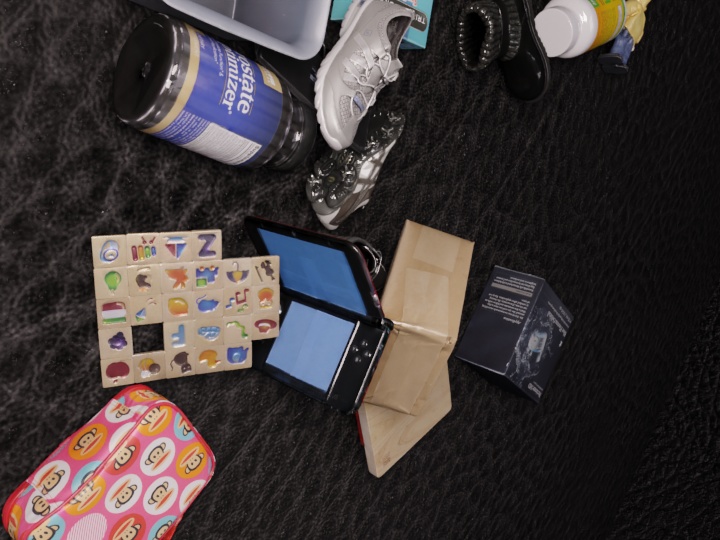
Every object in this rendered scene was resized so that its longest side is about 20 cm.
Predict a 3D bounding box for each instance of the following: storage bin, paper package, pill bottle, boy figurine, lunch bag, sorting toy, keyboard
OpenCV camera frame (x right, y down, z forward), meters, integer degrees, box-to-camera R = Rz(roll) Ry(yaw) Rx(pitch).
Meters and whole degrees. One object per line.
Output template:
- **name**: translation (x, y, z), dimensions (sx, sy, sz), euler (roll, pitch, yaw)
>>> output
- **storage bin**: translation (-0.142, -0.297, 0.617), dimensions (0.199, 0.134, 0.146), euler (4, 99, -50)
- **paper package**: translation (0.071, 0.066, 0.883), dimensions (0.201, 0.103, 0.191), euler (-71, 178, -45)
- **pill bottle**: translation (-0.143, -0.172, 0.674), dimensions (0.200, 0.112, 0.112), euler (15, 91, -50)
- **boy figurine**: translation (0.583, -0.540, 1.411), dimensions (0.124, 0.064, 0.201), euler (24, 83, -49)
- **lunch bag**: translation (-0.256, 0.245, 0.703), dimensions (0.200, 0.082, 0.177), euler (-47, 133, -29)
- **pill bottle**: translation (0.401, -0.458, 1.194), dimensions (0.200, 0.111, 0.112), euler (-32, 124, -38)
- **sorting toy**: translation (0.055, 0.188, 1.045), dimensions (0.200, 0.069, 0.200), euler (-32, 124, -38)
- **keyboard**: translation (-0.052, -0.243, 0.790), dimensions (0.200, 0.021, 0.128), euler (36, 53, -43)

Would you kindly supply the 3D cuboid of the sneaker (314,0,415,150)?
- **sneaker**: translation (0.006, -0.234, 0.750), dimensions (0.075, 0.082, 0.201), euler (39, 65, -62)

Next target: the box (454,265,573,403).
- **box**: translation (0.310, 0.130, 1.279), dimensions (0.197, 0.117, 0.201), euler (38, 75, -47)

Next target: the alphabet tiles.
- **alphabet tiles**: translation (-0.186, 0.038, 0.716), dimensions (0.199, 0.008, 0.168), euler (-5, 107, -24)

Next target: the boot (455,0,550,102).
- **boot**: translation (0.234, -0.353, 1.062), dimensions (0.158, 0.079, 0.212), euler (-46, 122, -38)

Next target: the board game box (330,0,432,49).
- **board game box**: translation (0.042, -0.415, 0.854), dimensions (0.151, 0.047, 0.201), euler (-1, 102, -48)

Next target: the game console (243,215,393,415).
- **game console**: translation (-0.074, 0.049, 0.754), dimensions (0.119, 0.199, 0.173), euler (31, 79, -47)

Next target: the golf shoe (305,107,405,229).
- **golf shoe**: translation (-0.006, -0.142, 0.882), dimensions (0.200, 0.078, 0.095), euler (-51, 156, -26)

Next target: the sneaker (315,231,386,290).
- **sneaker**: translation (0.000, 0.000, 0.900), dimensions (0.200, 0.099, 0.071), euler (25, 81, -51)
